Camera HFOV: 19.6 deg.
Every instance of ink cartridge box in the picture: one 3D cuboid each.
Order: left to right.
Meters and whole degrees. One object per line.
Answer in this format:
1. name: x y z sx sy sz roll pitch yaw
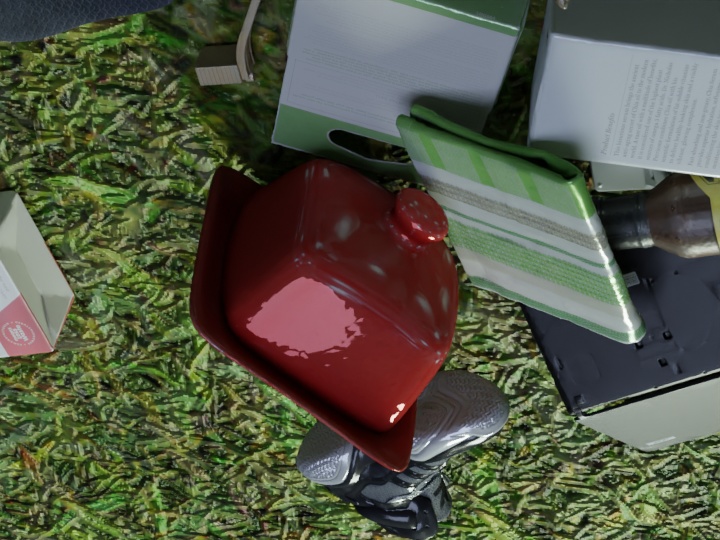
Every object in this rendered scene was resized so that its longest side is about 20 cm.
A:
1. ink cartridge box: -0.339 0.012 1.615 0.200 0.068 0.117 -7 131 21
2. ink cartridge box: 0.023 -0.138 1.391 0.145 0.048 0.200 16 150 0

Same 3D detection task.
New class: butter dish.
1. butter dish: 0.000 0.000 1.436 0.199 0.200 0.148 37 120 -21

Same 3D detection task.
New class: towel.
1. towel: 0.114 -0.031 1.412 0.149 0.031 0.200 22 156 31

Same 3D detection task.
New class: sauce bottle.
1. sauce bottle: 0.248 -0.042 1.403 0.200 0.065 0.065 -8 131 15

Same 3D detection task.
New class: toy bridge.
1. toy bridge: -0.096 -0.204 1.370 0.067 0.027 0.200 -2 133 16

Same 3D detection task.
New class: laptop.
1. laptop: 0.234 0.044 1.536 0.177 0.103 0.200 -20 100 30

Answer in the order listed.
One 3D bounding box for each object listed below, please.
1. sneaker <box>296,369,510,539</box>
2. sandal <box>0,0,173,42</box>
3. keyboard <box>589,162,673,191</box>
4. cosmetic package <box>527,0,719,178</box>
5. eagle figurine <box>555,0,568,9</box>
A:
1. sneaker: 0.054 0.148 1.642 0.200 0.076 0.114 -18 127 36
2. sandal: -0.203 -0.196 1.393 0.200 0.043 0.076 -1 141 24
3. keyboard: 0.170 -0.129 1.387 0.056 0.011 0.200 2 134 19
4. cosmetic package: 0.212 -0.120 1.328 0.200 0.071 0.102 8 135 0
5. eagle figurine: 0.173 -0.246 1.212 0.200 0.151 0.152 -37 164 7
